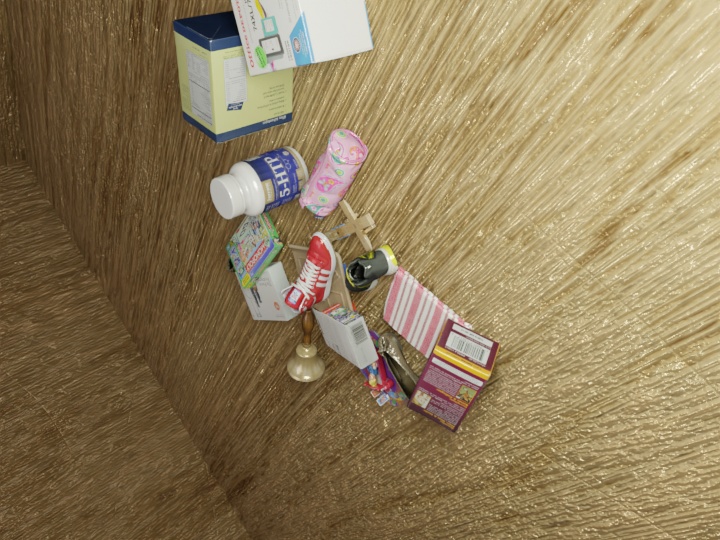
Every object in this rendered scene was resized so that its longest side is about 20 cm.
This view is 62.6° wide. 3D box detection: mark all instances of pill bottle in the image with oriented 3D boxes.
[{"bbox_3d":[-0.222,-0.188,1.300,0.119,0.199,0.121,30,134,36],"label":"pill bottle"}]

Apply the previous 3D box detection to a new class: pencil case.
[{"bbox_3d":[-0.059,-0.191,1.191,0.088,0.087,0.200,54,143,10],"label":"pencil case"}]

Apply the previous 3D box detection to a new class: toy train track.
[{"bbox_3d":[-0.020,-0.093,1.257,0.116,0.032,0.199,60,151,-8],"label":"toy train track"}]

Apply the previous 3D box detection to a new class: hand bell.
[{"bbox_3d":[-0.138,0.178,1.516,0.104,0.103,0.203,35,136,33],"label":"hand bell"}]

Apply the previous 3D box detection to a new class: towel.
[{"bbox_3d":[0.132,0.100,1.193,0.199,0.030,0.148,41,140,24],"label":"towel"}]

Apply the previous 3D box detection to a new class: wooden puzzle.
[{"bbox_3d":[-0.080,0.029,1.401,0.184,0.046,0.203,11,125,49],"label":"wooden puzzle"}]

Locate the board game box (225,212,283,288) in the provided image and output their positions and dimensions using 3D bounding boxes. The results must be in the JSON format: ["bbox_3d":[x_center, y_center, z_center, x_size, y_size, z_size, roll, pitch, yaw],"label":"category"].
[{"bbox_3d":[-0.281,-0.063,1.552,0.200,0.029,0.136,-46,63,41],"label":"board game box"}]

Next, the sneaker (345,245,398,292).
[{"bbox_3d":[0.000,0.000,1.226,0.200,0.083,0.076,-39,71,60],"label":"sneaker"}]

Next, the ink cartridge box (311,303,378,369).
[{"bbox_3d":[-0.039,0.137,1.338,0.199,0.050,0.111,21,134,63],"label":"ink cartridge box"}]

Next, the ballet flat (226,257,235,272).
[{"bbox_3d":[-0.344,-0.047,1.681,0.068,0.046,0.200,55,144,8],"label":"ballet flat"}]

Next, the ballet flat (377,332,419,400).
[{"bbox_3d":[0.094,0.230,1.288,0.067,0.046,0.202,-31,86,43],"label":"ballet flat"}]

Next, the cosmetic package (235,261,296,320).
[{"bbox_3d":[-0.260,0.060,1.643,0.198,0.051,0.153,-5,110,53],"label":"cosmetic package"}]

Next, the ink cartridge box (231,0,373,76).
[{"bbox_3d":[-0.105,-0.437,1.035,0.198,0.145,0.149,11,120,48],"label":"ink cartridge box"}]

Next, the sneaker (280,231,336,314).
[{"bbox_3d":[-0.116,0.015,1.292,0.071,0.112,0.202,36,141,27],"label":"sneaker"}]

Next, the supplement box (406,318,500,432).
[{"bbox_3d":[0.173,0.203,1.126,0.109,0.086,0.202,26,136,9],"label":"supplement box"}]

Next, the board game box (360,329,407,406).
[{"bbox_3d":[0.033,0.236,1.390,0.201,0.039,0.159,50,143,17],"label":"board game box"}]

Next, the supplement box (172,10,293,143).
[{"bbox_3d":[-0.250,-0.398,1.200,0.134,0.198,0.202,36,137,32],"label":"supplement box"}]
